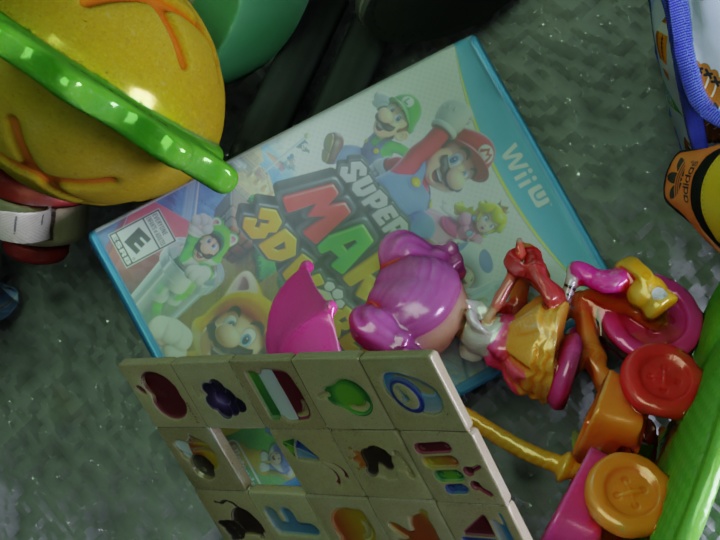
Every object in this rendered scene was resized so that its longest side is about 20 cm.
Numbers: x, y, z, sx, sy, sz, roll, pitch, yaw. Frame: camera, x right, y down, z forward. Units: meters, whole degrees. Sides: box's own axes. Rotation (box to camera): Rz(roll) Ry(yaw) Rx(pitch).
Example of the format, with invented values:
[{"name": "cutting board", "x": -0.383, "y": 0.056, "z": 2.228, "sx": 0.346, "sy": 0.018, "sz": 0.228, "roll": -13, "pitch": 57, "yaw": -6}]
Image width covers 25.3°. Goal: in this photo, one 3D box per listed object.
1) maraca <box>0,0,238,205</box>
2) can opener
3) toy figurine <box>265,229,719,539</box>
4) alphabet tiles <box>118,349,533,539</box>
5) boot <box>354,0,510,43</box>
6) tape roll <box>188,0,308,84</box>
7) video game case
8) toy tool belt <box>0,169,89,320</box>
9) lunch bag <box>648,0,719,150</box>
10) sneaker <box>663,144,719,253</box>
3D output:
[{"name": "maraca", "x": -0.113, "y": -0.079, "z": 0.670, "sx": 0.137, "sy": 0.200, "sz": 0.107, "roll": 28, "pitch": 95, "yaw": -21}, {"name": "can opener", "x": -0.040, "y": -0.047, "z": 0.774, "sx": 0.053, "sy": 0.067, "sz": 0.200, "roll": 24, "pitch": 65, "yaw": -2}, {"name": "toy figurine", "x": 0.053, "y": 0.039, "z": 0.661, "sx": 0.184, "sy": 0.150, "sz": 0.200, "roll": 22, "pitch": 56, "yaw": 6}, {"name": "alphabet tiles", "x": 0.006, "y": 0.113, "z": 0.637, "sx": 0.167, "sy": 0.200, "sz": 0.008, "roll": -4, "pitch": 33, "yaw": 42}, {"name": "boot", "x": 0.032, "y": -0.219, "z": 0.804, "sx": 0.200, "sy": 0.069, "sz": 0.174, "roll": -40, "pitch": 62, "yaw": -12}, {"name": "tape roll", "x": -0.103, "y": -0.183, "z": 0.766, "sx": 0.200, "sy": 0.048, "sz": 0.201, "roll": 19, "pitch": 118, "yaw": 40}, {"name": "video game case", "x": 0.000, "y": 0.000, "z": 0.720, "sx": 0.200, "sy": 0.018, "sz": 0.143, "roll": -28, "pitch": 86, "yaw": -11}, {"name": "toy tool belt", "x": -0.221, "y": -0.007, "z": 0.784, "sx": 0.200, "sy": 0.125, "sz": 0.123, "roll": 15, "pitch": 111, "yaw": 21}, {"name": "lunch bag", "x": 0.201, "y": -0.114, "z": 0.650, "sx": 0.170, "sy": 0.200, "sz": 0.124, "roll": -14, "pitch": 62, "yaw": 8}, {"name": "sneaker", "x": 0.206, "y": -0.016, "z": 0.650, "sx": 0.090, "sy": 0.200, "sz": 0.070, "roll": 23, "pitch": 96, "yaw": 49}]
